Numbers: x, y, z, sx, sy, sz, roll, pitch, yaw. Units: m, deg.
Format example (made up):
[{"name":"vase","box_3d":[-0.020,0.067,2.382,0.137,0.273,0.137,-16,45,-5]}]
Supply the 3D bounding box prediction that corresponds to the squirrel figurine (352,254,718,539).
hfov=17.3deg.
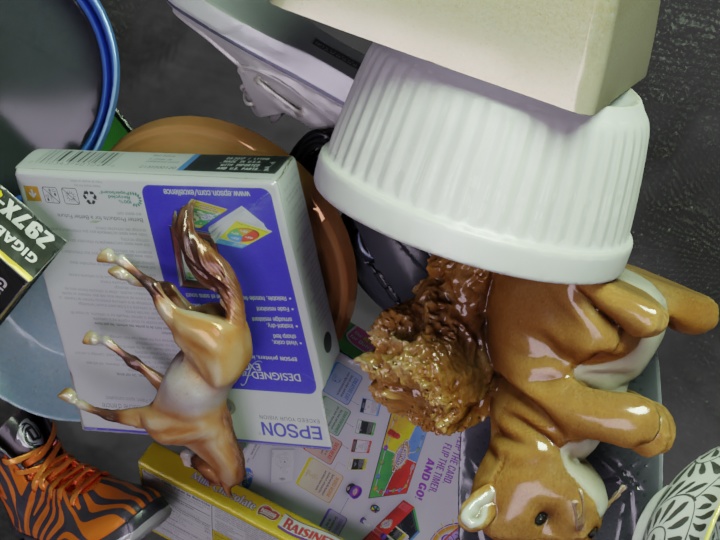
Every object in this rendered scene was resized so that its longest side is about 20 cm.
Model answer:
[{"name":"squirrel figurine","box_3d":[0.101,0.075,1.491,0.200,0.142,0.187,24,100,14]}]

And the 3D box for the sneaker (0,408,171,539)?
[{"name":"sneaker","box_3d":[-0.218,0.153,1.698,0.200,0.078,0.112,-14,106,53]}]

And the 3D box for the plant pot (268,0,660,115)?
[{"name":"plant pot","box_3d":[0.088,-0.218,1.397,0.200,0.200,0.177,21,106,11]}]

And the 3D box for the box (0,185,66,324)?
[{"name":"box","box_3d":[-0.301,-0.015,1.576,0.160,0.049,0.200,43,142,-4]}]

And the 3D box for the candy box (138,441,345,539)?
[{"name":"candy box","box_3d":[-0.067,0.197,1.687,0.200,0.026,0.102,26,147,14]}]

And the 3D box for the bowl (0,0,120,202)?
[{"name":"bowl","box_3d":[-0.259,-0.131,1.602,0.200,0.039,0.201,0,93,6]}]

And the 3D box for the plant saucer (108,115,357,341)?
[{"name":"plant saucer","box_3d":[-0.099,-0.006,1.571,0.200,0.037,0.200,13,125,20]}]

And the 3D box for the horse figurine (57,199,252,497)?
[{"name":"horse figurine","box_3d":[-0.116,0.055,1.507,0.132,0.050,0.200,29,129,9]}]

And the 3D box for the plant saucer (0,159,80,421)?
[{"name":"plant saucer","box_3d":[-0.212,0.010,1.678,0.201,0.039,0.201,8,116,17]}]

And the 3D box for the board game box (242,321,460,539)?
[{"name":"board game box","box_3d":[0.023,0.141,1.654,0.200,0.040,0.153,31,120,5]}]

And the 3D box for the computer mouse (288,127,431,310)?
[{"name":"computer mouse","box_3d":[0.000,0.000,1.578,0.200,0.046,0.140,44,140,-20]}]

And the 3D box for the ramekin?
[{"name":"ramekin","box_3d":[0.080,-0.076,1.429,0.200,0.200,0.105,20,106,11]}]

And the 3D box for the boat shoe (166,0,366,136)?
[{"name":"boat shoe","box_3d":[-0.047,-0.128,1.549,0.200,0.072,0.066,29,115,-3]}]

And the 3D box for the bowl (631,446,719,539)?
[{"name":"bowl","box_3d":[0.236,0.190,1.531,0.094,0.201,0.201,11,118,42]}]

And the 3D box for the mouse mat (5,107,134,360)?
[{"name":"mouse mat","box_3d":[-0.216,-0.033,1.687,0.200,0.008,0.161,-35,97,30]}]

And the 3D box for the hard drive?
[{"name":"hard drive","box_3d":[0.132,0.140,1.569,0.135,0.042,0.200,1,96,0]}]

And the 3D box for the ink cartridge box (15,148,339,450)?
[{"name":"ink cartridge box","box_3d":[-0.115,0.018,1.542,0.198,0.043,0.200,3,119,26]}]
